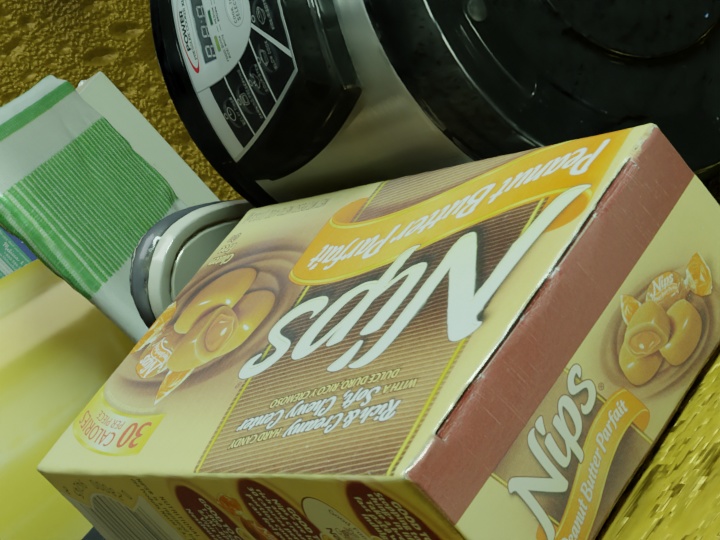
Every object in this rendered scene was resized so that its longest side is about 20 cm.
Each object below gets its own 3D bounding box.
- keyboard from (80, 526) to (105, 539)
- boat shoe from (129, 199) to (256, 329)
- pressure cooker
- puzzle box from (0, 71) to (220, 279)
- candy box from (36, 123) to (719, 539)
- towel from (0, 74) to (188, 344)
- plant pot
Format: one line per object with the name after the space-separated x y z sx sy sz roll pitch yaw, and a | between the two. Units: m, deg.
-0.025 0.094 0.591 0.104 0.040 0.200 -47 23 -19 | keyboard
-0.037 0.010 0.745 0.200 0.062 0.073 9 -89 -61 | boat shoe
0.029 -0.091 0.639 0.200 0.178 0.176 -9 46 59 | pressure cooker
-0.103 0.015 0.963 0.025 0.200 0.133 -25 22 49 | puzzle box
0.002 0.030 0.537 0.200 0.055 0.116 -7 40 56 | candy box
-0.074 0.009 0.770 0.023 0.200 0.153 -43 7 14 | towel
-0.135 0.087 0.831 0.189 0.201 0.201 -38 8 13 | plant pot
